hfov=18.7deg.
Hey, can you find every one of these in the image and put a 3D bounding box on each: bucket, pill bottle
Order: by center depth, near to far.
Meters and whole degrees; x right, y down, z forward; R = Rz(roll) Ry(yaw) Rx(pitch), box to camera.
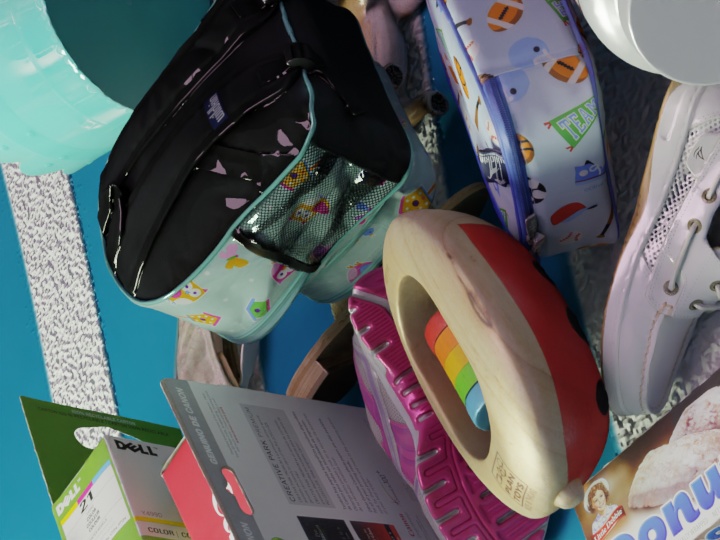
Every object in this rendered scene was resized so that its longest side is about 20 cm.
[{"bbox_3d":[0.162,-0.171,1.163,0.113,0.113,0.200,-62,17,20],"label":"pill bottle"},{"bbox_3d":[-0.217,-0.182,1.645,0.135,0.207,0.208,-19,65,38],"label":"bucket"}]

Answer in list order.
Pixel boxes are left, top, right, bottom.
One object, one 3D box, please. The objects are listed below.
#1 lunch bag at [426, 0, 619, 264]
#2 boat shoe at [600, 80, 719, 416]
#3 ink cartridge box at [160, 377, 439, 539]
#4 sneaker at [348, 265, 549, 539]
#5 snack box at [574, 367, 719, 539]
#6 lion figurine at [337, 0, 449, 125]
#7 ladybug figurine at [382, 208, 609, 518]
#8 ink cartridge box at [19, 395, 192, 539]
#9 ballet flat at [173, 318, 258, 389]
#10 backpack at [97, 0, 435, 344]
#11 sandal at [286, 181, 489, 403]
[{"bbox_3d":[0.091,-0.104,1.270,0.160,0.075,0.200,75,179,-55],"label":"lunch bag"},{"bbox_3d":[0.181,-0.007,1.180,0.069,0.071,0.201,19,110,24],"label":"boat shoe"},{"bbox_3d":[-0.038,0.168,1.326,0.084,0.175,0.200,-57,41,25],"label":"ink cartridge box"},{"bbox_3d":[0.053,0.096,1.317,0.088,0.081,0.201,100,150,-66],"label":"sneaker"},{"bbox_3d":[0.193,0.098,1.170,0.200,0.024,0.072,-46,48,34],"label":"snack box"},{"bbox_3d":[0.008,-0.143,1.458,0.122,0.072,0.201,-24,47,55],"label":"lion figurine"},{"bbox_3d":[0.079,0.047,1.217,0.136,0.072,0.200,98,148,-57],"label":"ladybug figurine"},{"bbox_3d":[-0.133,0.146,1.477,0.076,0.147,0.200,-52,44,27],"label":"ink cartridge box"},{"bbox_3d":[-0.102,0.017,1.562,0.062,0.067,0.201,-12,72,21],"label":"ballet flat"},{"bbox_3d":[-0.063,-0.058,1.333,0.200,0.153,0.176,-43,46,20],"label":"backpack"},{"bbox_3d":[-0.003,0.001,1.398,0.070,0.078,0.212,47,125,18],"label":"sandal"}]
